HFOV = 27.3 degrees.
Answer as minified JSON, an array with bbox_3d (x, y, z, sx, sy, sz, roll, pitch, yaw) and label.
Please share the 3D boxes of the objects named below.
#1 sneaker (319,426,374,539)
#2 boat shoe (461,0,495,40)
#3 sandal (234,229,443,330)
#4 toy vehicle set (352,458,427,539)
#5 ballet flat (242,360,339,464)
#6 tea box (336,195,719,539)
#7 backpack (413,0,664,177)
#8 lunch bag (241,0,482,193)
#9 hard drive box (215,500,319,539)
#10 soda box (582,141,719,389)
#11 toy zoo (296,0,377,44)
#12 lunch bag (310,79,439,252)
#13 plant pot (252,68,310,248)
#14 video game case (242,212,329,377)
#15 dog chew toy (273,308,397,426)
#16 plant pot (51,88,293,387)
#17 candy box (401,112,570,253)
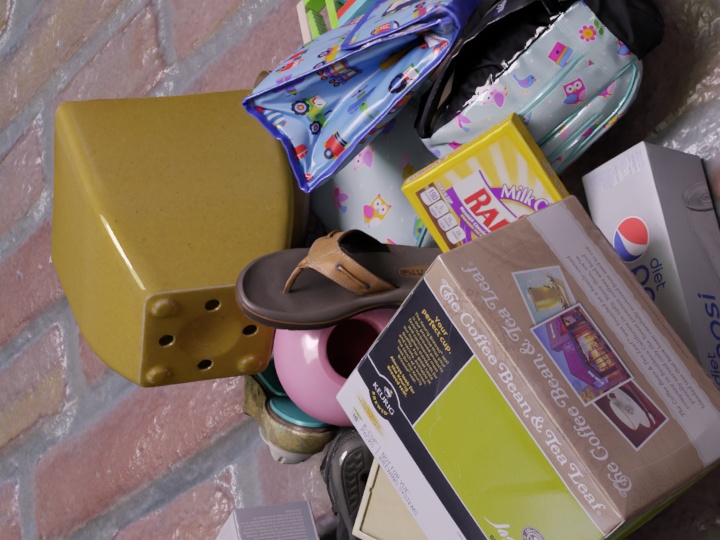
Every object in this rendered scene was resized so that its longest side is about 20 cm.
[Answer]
[{"bbox_3d":[0.009,0.220,1.268,0.114,0.075,0.202,-103,6,-75],"label":"sneaker"},{"bbox_3d":[0.093,-0.223,1.257,0.199,0.065,0.074,20,98,50],"label":"boat shoe"},{"bbox_3d":[0.000,0.000,1.166,0.082,0.198,0.055,-98,8,-46],"label":"sandal"},{"bbox_3d":[0.098,0.182,1.138,0.199,0.026,0.125,21,99,26],"label":"toy vehicle set"},{"bbox_3d":[-0.066,0.139,1.348,0.200,0.070,0.071,-142,67,-69],"label":"ballet flat"},{"bbox_3d":[0.114,0.097,0.998,0.201,0.133,0.197,56,145,16],"label":"tea box"},{"bbox_3d":[0.134,-0.146,1.121,0.200,0.126,0.167,-46,6,19],"label":"backpack"},{"bbox_3d":[0.027,-0.168,1.162,0.199,0.151,0.094,-32,101,25],"label":"lunch bag"},{"bbox_3d":[-0.077,0.329,1.305,0.156,0.076,0.202,121,140,-52],"label":"hard drive box"},{"bbox_3d":[0.221,0.014,1.053,0.063,0.068,0.202,-32,59,43],"label":"soda box"},{"bbox_3d":[0.020,-0.247,1.289,0.200,0.020,0.132,-42,44,33],"label":"toy zoo"},{"bbox_3d":[0.039,-0.084,1.286,0.200,0.077,0.161,46,116,45],"label":"lunch bag"},{"bbox_3d":[-0.076,-0.085,1.373,0.200,0.027,0.202,178,90,-76],"label":"plant pot"},{"bbox_3d":[-0.073,-0.020,1.447,0.181,0.024,0.202,-30,60,43],"label":"video game case"},{"bbox_3d":[-0.020,0.070,1.274,0.200,0.123,0.126,157,119,-78],"label":"dog chew toy"},{"bbox_3d":[-0.151,-0.014,1.278,0.195,0.194,0.201,103,153,-44],"label":"plant pot"},{"bbox_3d":[0.125,-0.006,1.094,0.102,0.026,0.201,-31,100,22],"label":"candy box"}]
